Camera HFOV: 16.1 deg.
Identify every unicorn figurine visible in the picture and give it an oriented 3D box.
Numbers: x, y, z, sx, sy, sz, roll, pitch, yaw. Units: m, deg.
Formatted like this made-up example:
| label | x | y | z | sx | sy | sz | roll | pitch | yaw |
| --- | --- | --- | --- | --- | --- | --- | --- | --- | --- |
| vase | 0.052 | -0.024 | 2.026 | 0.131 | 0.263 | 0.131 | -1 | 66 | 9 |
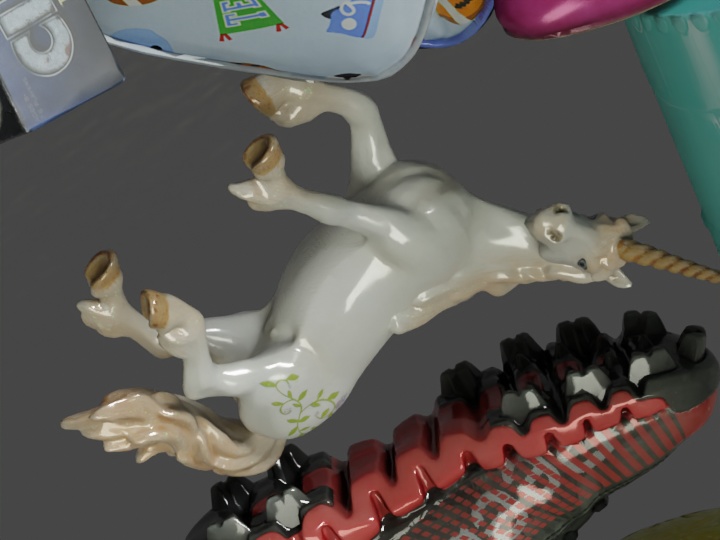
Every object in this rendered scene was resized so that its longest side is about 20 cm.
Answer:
| label | x | y | z | sx | sy | sz | roll | pitch | yaw |
| --- | --- | --- | --- | --- | --- | --- | --- | --- | --- |
| unicorn figurine | 0.000 | 0.000 | 0.853 | 0.137 | 0.074 | 0.200 | 32 | 125 | -34 |

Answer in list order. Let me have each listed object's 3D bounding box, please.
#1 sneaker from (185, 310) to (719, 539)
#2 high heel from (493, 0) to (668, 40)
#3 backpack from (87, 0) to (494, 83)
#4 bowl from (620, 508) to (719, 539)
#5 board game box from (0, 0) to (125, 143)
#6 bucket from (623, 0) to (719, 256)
| label | x | y | z | sx | sy | sz | roll | pitch | yaw |
| --- | --- | --- | --- | --- | --- | --- | --- | --- | --- |
| sneaker | 0.042 | 0.088 | 0.893 | 0.200 | 0.071 | 0.098 | -26 | 104 | 9 |
| high heel | 0.091 | -0.154 | 0.732 | 0.200 | 0.067 | 0.096 | -50 | 135 | -31 |
| backpack | -0.047 | -0.147 | 0.712 | 0.189 | 0.154 | 0.201 | 8 | 123 | 3 |
| bowl | 0.132 | 0.157 | 0.935 | 0.199 | 0.108 | 0.201 | -4 | 120 | -6 |
| board game box | -0.149 | -0.121 | 0.681 | 0.035 | 0.135 | 0.201 | -31 | 99 | -31 |
| bucket | 0.183 | -0.067 | 0.762 | 0.206 | 0.207 | 0.135 | -27 | 109 | 7 |
